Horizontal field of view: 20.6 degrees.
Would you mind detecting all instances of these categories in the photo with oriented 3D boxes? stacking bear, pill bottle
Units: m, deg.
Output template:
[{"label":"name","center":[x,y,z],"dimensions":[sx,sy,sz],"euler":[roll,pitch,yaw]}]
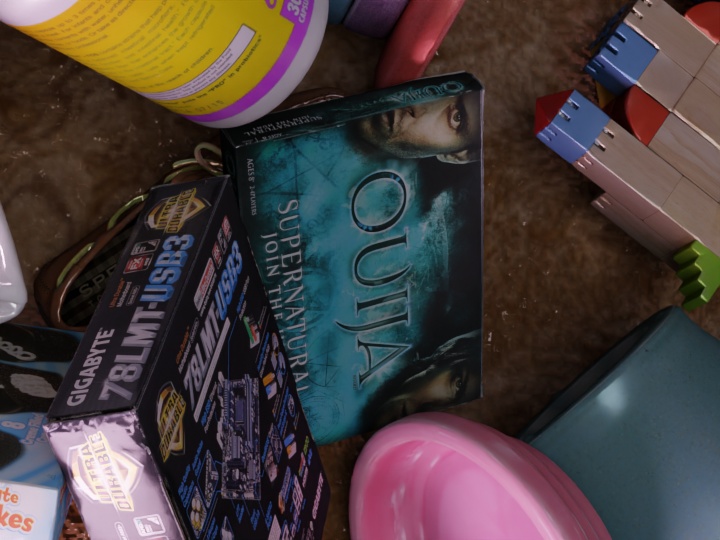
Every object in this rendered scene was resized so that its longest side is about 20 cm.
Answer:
[{"label":"stacking bear","center":[-0.033,-0.192,1.023],"dimensions":[0.200,0.114,0.122],"euler":[29,44,-3]},{"label":"pill bottle","center":[-0.112,-0.144,0.895],"dimensions":[0.200,0.104,0.104],"euler":[25,86,-48]}]

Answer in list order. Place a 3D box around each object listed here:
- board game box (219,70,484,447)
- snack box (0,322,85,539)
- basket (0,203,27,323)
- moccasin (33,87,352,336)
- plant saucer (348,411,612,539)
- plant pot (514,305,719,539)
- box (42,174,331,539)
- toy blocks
[{"label":"board game box","center":[0.000,0.000,1.031],"dimensions":[0.135,0.028,0.200],"euler":[-15,127,-17]},{"label":"snack box","center":[-0.182,0.069,0.903],"dimensions":[0.116,0.200,0.037],"euler":[8,106,-3]},{"label":"basket","center":[-0.275,-0.059,0.880],"dimensions":[0.200,0.161,0.198],"euler":[-20,117,-9]},{"label":"moccasin","center":[-0.080,-0.030,1.033],"dimensions":[0.201,0.078,0.074],"euler":[-29,101,-12]},{"label":"plant saucer","center":[0.073,0.164,1.033],"dimensions":[0.051,0.200,0.201],"euler":[-22,99,-33]},{"label":"plant pot","center":[0.179,0.130,1.064],"dimensions":[0.200,0.200,0.188],"euler":[-42,88,-9]},{"label":"box","center":[-0.071,0.089,0.925],"dimensions":[0.050,0.200,0.199],"euler":[-10,120,14]},{"label":"toy blocks","center":[0.181,-0.095,1.100],"dimensions":[0.137,0.100,0.200],"euler":[38,71,-4]}]
